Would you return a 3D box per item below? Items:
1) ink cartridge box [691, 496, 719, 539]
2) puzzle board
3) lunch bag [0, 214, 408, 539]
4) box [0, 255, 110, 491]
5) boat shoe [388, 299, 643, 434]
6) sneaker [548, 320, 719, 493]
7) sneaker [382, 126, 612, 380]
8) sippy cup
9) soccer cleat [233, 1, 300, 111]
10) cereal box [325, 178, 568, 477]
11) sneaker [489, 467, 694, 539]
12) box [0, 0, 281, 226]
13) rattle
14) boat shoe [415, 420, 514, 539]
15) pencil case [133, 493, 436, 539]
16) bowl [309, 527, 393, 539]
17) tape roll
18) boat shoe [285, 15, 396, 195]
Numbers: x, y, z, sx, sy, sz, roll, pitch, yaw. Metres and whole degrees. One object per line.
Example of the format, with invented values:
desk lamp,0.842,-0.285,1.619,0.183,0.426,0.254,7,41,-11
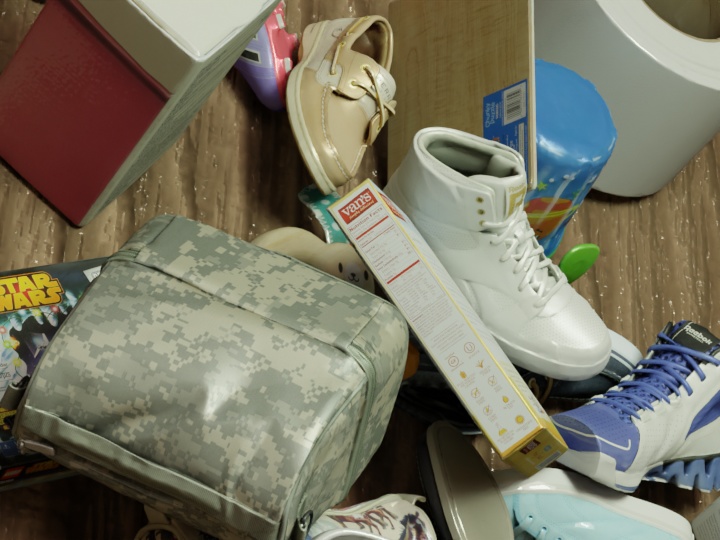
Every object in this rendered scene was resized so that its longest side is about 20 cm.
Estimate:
ink cartridge box,0.327,0.179,1.693,0.067,0.200,0.117,1,58,-32
puzzle board,0.075,-0.129,1.767,0.017,0.150,0.201,18,63,-38
lunch bag,-0.093,0.078,1.453,0.199,0.140,0.168,24,36,11
box,-0.177,0.061,1.566,0.199,0.040,0.137,-10,63,-38
boat shoe,0.109,0.080,1.723,0.200,0.071,0.091,14,51,-15
sneaker,0.205,0.091,1.709,0.080,0.116,0.199,24,11,37
sneaker,0.101,-0.015,1.668,0.200,0.116,0.074,36,49,9
sippy cup,0.119,-0.083,1.804,0.178,0.130,0.140,39,44,-1
soccer cleat,-0.099,-0.204,1.810,0.076,0.067,0.201,-19,75,7
cereal box,0.059,0.040,1.584,0.200,0.039,0.144,55,4,15
sneaker,0.147,0.192,1.657,0.199,0.074,0.082,14,51,-21
box,-0.154,-0.146,1.623,0.109,0.200,0.128,42,45,1
rattle,0.000,0.000,1.653,0.130,0.143,0.200,48,42,-5
boat shoe,0.067,0.199,1.586,0.073,0.063,0.201,1,66,-57
pencil case,-0.046,0.185,1.525,0.199,0.078,0.090,-2,103,-33
bowl,0.008,0.269,1.462,0.199,0.075,0.200,30,82,-13
tape roll,0.211,-0.178,1.917,0.202,0.139,0.203,21,44,-22
boat shoe,-0.008,-0.130,1.760,0.200,0.069,0.074,-87,154,-53
